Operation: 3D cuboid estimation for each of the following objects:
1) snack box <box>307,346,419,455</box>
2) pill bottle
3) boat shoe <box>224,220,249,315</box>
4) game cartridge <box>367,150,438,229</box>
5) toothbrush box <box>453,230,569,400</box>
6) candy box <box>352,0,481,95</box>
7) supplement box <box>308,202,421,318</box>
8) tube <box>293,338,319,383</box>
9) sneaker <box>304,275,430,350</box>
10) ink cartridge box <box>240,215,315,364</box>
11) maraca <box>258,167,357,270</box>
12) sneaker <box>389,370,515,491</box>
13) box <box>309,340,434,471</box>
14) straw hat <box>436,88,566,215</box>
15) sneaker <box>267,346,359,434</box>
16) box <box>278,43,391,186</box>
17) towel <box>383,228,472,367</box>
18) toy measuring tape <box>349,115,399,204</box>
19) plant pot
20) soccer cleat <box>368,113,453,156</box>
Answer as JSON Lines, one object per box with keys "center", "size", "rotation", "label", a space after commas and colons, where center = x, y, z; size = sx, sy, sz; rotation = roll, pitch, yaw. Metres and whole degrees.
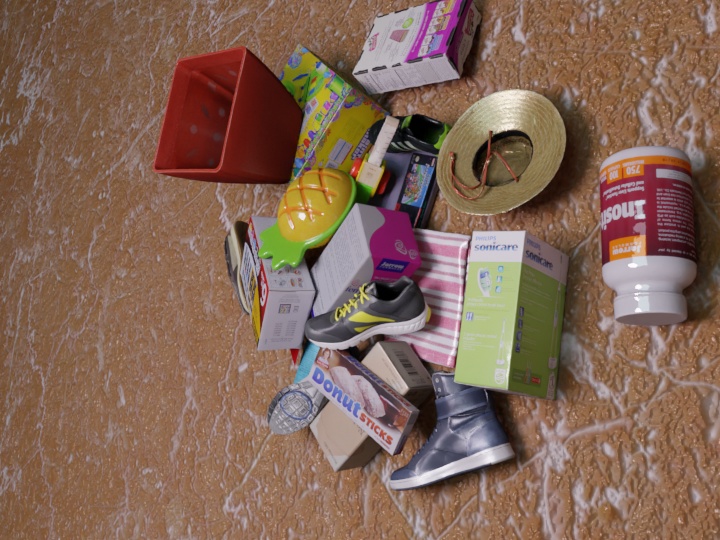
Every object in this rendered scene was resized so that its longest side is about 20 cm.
{"center": [0.000, 0.184, 1.072], "size": [0.199, 0.024, 0.073], "rotation": [34, 108, 38], "label": "snack box"}
{"center": [0.357, -0.040, 0.898], "size": [0.111, 0.112, 0.206], "rotation": [-8, 72, 38], "label": "pill bottle"}
{"center": [-0.227, 0.003, 1.420], "size": [0.065, 0.072, 0.204], "rotation": [-38, 53, 39], "label": "boat shoe"}
{"center": [0.072, -0.138, 1.222], "size": [0.128, 0.038, 0.205], "rotation": [18, 90, 46], "label": "game cartridge"}
{"center": [0.208, 0.063, 0.975], "size": [0.085, 0.144, 0.206], "rotation": [3, 80, 40], "label": "toothbrush box"}
{"center": [0.095, -0.382, 1.230], "size": [0.196, 0.061, 0.139], "rotation": [2, 61, 40], "label": "candy box"}
{"center": [0.000, 0.000, 1.152], "size": [0.201, 0.099, 0.105], "rotation": [-54, 39, 43], "label": "supplement box"}
{"center": [-0.073, 0.144, 1.260], "size": [0.076, 0.050, 0.205], "rotation": [18, 94, 39], "label": "tube"}
{"center": [0.005, 0.056, 1.094], "size": [0.195, 0.086, 0.075], "rotation": [-14, 35, 4], "label": "sneaker"}
{"center": [-0.153, 0.037, 1.263], "size": [0.202, 0.082, 0.179], "rotation": [-113, 31, -47], "label": "ink cartridge box"}
{"center": [-0.087, -0.086, 1.180], "size": [0.201, 0.107, 0.136], "rotation": [-48, 44, -8], "label": "maraca"}
{"center": [0.112, 0.228, 1.044], "size": [0.200, 0.076, 0.149], "rotation": [-28, 71, 27], "label": "sneaker"}
{"center": [0.016, 0.212, 1.123], "size": [0.201, 0.077, 0.096], "rotation": [-53, 57, 24], "label": "box"}
{"center": [0.215, -0.158, 1.068], "size": [0.197, 0.085, 0.206], "rotation": [-12, 66, 27], "label": "straw hat"}
{"center": [-0.070, 0.200, 1.196], "size": [0.199, 0.087, 0.075], "rotation": [-41, 75, 3], "label": "sneaker"}
{"center": [-0.082, -0.269, 1.331], "size": [0.202, 0.121, 0.193], "rotation": [-55, 51, 15], "label": "box"}
{"center": [0.102, 0.039, 1.129], "size": [0.144, 0.030, 0.206], "rotation": [8, 93, 41], "label": "towel"}
{"center": [0.026, -0.184, 1.183], "size": [0.075, 0.072, 0.202], "rotation": [64, 148, 32], "label": "toy measuring tape"}
{"center": [-0.212, -0.241, 1.238], "size": [0.197, 0.174, 0.205], "rotation": [6, 83, 42], "label": "plant pot"}
{"center": [0.081, -0.226, 1.168], "size": [0.197, 0.081, 0.069], "rotation": [18, 81, 41], "label": "soccer cleat"}
